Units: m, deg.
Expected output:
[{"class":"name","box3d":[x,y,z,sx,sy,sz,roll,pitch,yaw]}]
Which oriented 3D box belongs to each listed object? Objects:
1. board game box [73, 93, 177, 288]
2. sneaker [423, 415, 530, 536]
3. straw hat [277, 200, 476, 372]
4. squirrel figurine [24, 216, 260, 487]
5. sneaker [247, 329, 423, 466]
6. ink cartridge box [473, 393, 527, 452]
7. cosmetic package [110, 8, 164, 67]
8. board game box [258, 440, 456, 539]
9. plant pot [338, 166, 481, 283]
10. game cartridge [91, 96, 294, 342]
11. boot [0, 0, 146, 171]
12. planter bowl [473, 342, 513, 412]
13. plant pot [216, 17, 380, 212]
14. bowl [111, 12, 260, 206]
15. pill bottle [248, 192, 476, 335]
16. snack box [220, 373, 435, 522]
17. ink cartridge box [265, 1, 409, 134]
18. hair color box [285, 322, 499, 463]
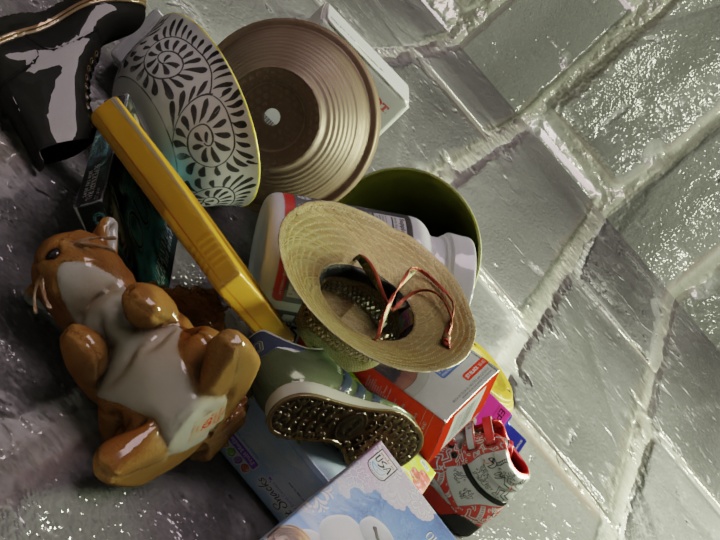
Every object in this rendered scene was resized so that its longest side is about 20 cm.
[{"class":"board game box","box3d":[-0.199,-0.051,1.305,0.201,0.028,0.137,-93,165,-58]},{"class":"sneaker","box3d":[0.079,0.167,1.487,0.201,0.108,0.067,43,18,-16]},{"class":"straw hat","box3d":[-0.004,0.040,1.283,0.199,0.085,0.202,25,36,-20]},{"class":"squirrel figurine","box3d":[-0.172,0.055,1.146,0.187,0.142,0.200,44,2,19]},{"class":"sneaker","box3d":[-0.024,0.101,1.234,0.199,0.067,0.090,27,25,-51]},{"class":"ink cartridge box","box3d":[0.091,0.152,1.574,0.200,0.095,0.037,45,-20,-17]},{"class":"cosmetic package","box3d":[-0.174,-0.180,1.605,0.200,0.071,0.101,47,-3,-8]},{"class":"board game box","box3d":[0.014,0.260,1.142,0.201,0.043,0.198,52,40,5]},{"class":"plant pot","box3d":[0.057,-0.005,1.717,0.188,0.186,0.200,53,3,12]},{"class":"game cartridge","box3d":[-0.135,-0.030,1.235,0.201,0.032,0.177,54,-2,26]},{"class":"boot","box3d":[-0.257,-0.175,1.384,0.199,0.077,0.139,-28,80,-35]},{"class":"planter bowl","box3d":[0.112,0.134,1.670,0.200,0.083,0.201,43,20,-19]},{"class":"plant pot","box3d":[-0.081,-0.154,1.501,0.201,0.200,0.093,48,7,0]},{"class":"bowl","box3d":[-0.188,-0.138,1.448,0.093,0.201,0.202,-25,69,-25]},{"class":"pill bottle","box3d":[0.000,0.000,1.393,0.197,0.117,0.116,10,30,-12]},{"class":"snack box","box3d":[-0.028,0.163,1.314,0.169,0.068,0.200,50,17,2]},{"class":"ink cartridge box","box3d":[-0.059,-0.184,1.718,0.144,0.200,0.084,43,19,-15]},{"class":"hair color box","box3d":[0.022,0.083,1.449,0.199,0.064,0.111,34,40,17]}]
